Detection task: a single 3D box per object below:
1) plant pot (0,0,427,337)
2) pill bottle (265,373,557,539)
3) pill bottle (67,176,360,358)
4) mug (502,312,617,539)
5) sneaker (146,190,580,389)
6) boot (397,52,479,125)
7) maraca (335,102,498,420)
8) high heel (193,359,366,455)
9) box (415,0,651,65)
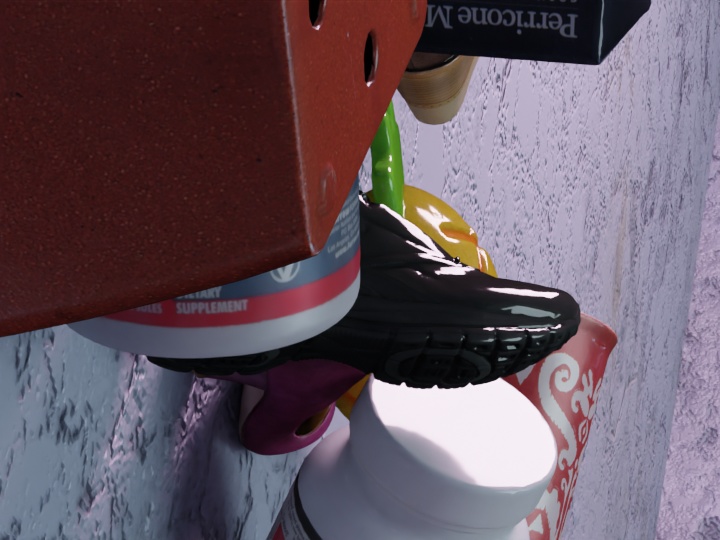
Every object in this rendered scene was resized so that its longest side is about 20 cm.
[{"bbox_3d":[-0.083,-0.099,0.603,0.200,0.176,0.200,-66,156,-51],"label":"plant pot"},{"bbox_3d":[0.011,0.144,1.045,0.200,0.116,0.116,-65,177,32],"label":"pill bottle"},{"bbox_3d":[-0.060,-0.080,0.812,0.120,0.119,0.200,-53,145,-64],"label":"pill bottle"},{"bbox_3d":[0.088,0.131,1.449,0.178,0.133,0.200,50,50,-68],"label":"mug"},{"bbox_3d":[0.000,0.000,0.950,0.076,0.200,0.091,132,-38,-64],"label":"sneaker"},{"bbox_3d":[0.044,-0.203,1.268,0.166,0.072,0.200,72,22,-48],"label":"boot"},{"bbox_3d":[0.021,0.005,1.188,0.137,0.107,0.200,-94,177,-73],"label":"maraca"},{"bbox_3d":[-0.015,0.052,1.079,0.200,0.096,0.067,60,37,-66],"label":"high heel"},{"bbox_3d":[0.022,-0.200,0.930,0.117,0.196,0.200,-48,141,-65],"label":"box"}]
